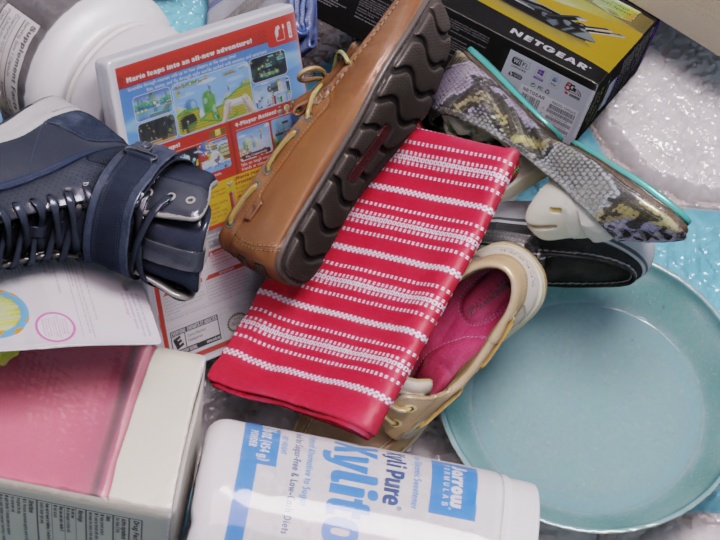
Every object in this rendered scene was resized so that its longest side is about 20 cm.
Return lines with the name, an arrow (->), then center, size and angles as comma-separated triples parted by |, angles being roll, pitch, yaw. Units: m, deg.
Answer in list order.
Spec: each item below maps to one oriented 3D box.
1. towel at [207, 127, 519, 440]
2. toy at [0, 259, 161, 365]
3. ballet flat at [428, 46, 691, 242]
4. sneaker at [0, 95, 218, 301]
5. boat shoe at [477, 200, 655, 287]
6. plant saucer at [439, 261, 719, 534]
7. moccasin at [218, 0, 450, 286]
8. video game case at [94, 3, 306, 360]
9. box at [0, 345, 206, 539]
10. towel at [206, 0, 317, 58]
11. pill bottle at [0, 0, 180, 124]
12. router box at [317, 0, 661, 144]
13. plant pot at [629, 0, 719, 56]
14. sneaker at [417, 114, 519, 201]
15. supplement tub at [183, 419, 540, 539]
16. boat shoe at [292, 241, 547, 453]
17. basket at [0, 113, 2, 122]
towel -> 0.000, 0.000, 1.624 | 0.144, 0.022, 0.201 | 16, 73, 43
toy -> -0.225, 0.020, 1.532 | 0.199, 0.047, 0.115 | 0, 43, -21
ballet flat -> 0.114, -0.058, 1.636 | 0.072, 0.072, 0.200 | -36, 57, -21
sneaker -> -0.166, -0.022, 1.503 | 0.146, 0.077, 0.202 | 27, 38, 18
boat shoe -> 0.083, -0.009, 1.678 | 0.199, 0.069, 0.057 | 8, 63, 8
plant saucer -> 0.144, 0.080, 1.687 | 0.199, 0.036, 0.201 | 2, 61, -3
moccasin -> -0.015, -0.088, 1.634 | 0.078, 0.074, 0.202 | 30, 90, 32
video game case -> -0.085, -0.050, 1.650 | 0.143, 0.201, 0.017 | -21, 22, -34
box -> -0.198, 0.105, 1.593 | 0.199, 0.128, 0.109 | 11, 61, 0
towel -> -0.067, -0.206, 1.763 | 0.024, 0.147, 0.201 | 16, 60, -27
pill bottle -> -0.190, -0.144, 1.701 | 0.114, 0.114, 0.200 | -38, 52, -22
router box -> 0.084, -0.170, 1.763 | 0.199, 0.052, 0.157 | 28, 30, 9
plant pot -> 0.245, -0.294, 1.789 | 0.200, 0.177, 0.200 | 32, 49, 13
sneaker -> 0.019, -0.077, 1.732 | 0.199, 0.085, 0.077 | -12, 62, -12
supplement tub -> -0.004, 0.168, 1.571 | 0.199, 0.132, 0.133 | 10, 62, -3
boat shoe -> 0.027, 0.058, 1.626 | 0.074, 0.069, 0.200 | 45, 100, 9
basket -> -0.300, -0.042, 1.636 | 0.139, 0.177, 0.200 | 25, 55, 20
